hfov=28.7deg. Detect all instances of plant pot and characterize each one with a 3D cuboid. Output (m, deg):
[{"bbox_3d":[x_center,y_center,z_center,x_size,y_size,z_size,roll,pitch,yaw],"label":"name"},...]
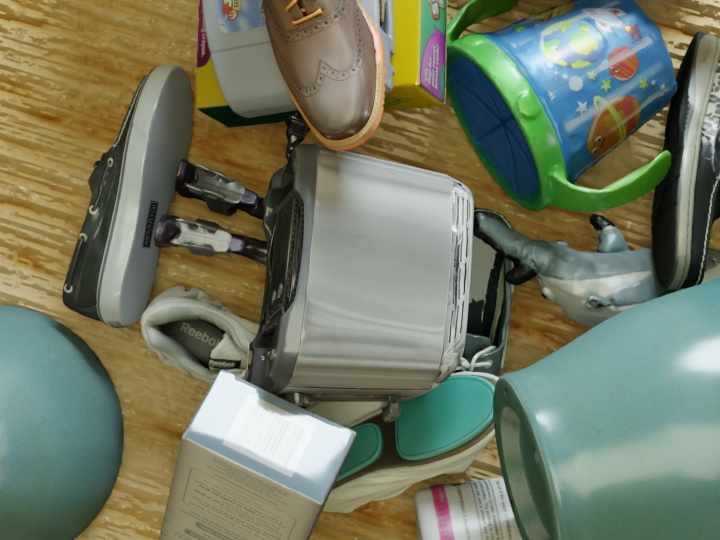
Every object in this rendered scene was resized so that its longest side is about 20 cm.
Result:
[{"bbox_3d":[-0.283,0.124,1.012,0.200,0.135,0.200,0,88,3],"label":"plant pot"},{"bbox_3d":[0.189,0.110,0.874,0.188,0.200,0.200,-12,88,-8],"label":"plant pot"}]

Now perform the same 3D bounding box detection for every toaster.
[{"bbox_3d":[0.000,0.000,0.955,0.129,0.114,0.200,9,73,-16],"label":"toaster"}]

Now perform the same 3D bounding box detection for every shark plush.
[{"bbox_3d":[0.172,0.000,1.018,0.200,0.091,0.083,14,73,-2],"label":"shark plush"}]

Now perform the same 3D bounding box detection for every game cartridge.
[{"bbox_3d":[-0.044,-0.208,0.960,0.133,0.042,0.200,-6,78,17],"label":"game cartridge"}]

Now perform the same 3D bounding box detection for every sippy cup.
[{"bbox_3d":[0.147,-0.131,1.004,0.130,0.140,0.178,-31,96,-9],"label":"sippy cup"}]

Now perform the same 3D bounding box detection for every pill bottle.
[{"bbox_3d":[0.143,0.197,0.995,0.200,0.113,0.113,-8,88,0],"label":"pill bottle"}]

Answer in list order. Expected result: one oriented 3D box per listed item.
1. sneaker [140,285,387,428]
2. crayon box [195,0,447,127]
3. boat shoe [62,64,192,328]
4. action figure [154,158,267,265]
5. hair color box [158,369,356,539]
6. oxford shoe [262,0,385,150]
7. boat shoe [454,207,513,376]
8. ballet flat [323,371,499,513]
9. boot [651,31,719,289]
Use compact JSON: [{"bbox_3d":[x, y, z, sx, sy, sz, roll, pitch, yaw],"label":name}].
[{"bbox_3d":[-0.071,0.071,1.030,0.200,0.081,0.075,19,88,2],"label":"sneaker"},{"bbox_3d":[-0.026,-0.211,1.004,0.172,0.058,0.200,-3,79,22],"label":"crayon box"},{"bbox_3d":[-0.175,-0.059,1.044,0.057,0.069,0.200,11,84,18],"label":"boat shoe"},{"bbox_3d":[-0.046,-0.020,1.036,0.200,0.069,0.130,15,77,-1],"label":"action figure"},{"bbox_3d":[-0.076,0.156,0.969,0.099,0.200,0.061,25,55,3],"label":"hair color box"},{"bbox_3d":[-0.039,-0.171,0.891,0.071,0.073,0.200,-23,72,18],"label":"oxford shoe"},{"bbox_3d":[0.072,0.052,1.030,0.073,0.062,0.200,13,90,0],"label":"boat shoe"},{"bbox_3d":[0.037,0.126,1.002,0.200,0.069,0.069,-27,87,31],"label":"ballet flat"},{"bbox_3d":[0.292,-0.068,0.994,0.154,0.073,0.204,13,64,1],"label":"boot"}]
